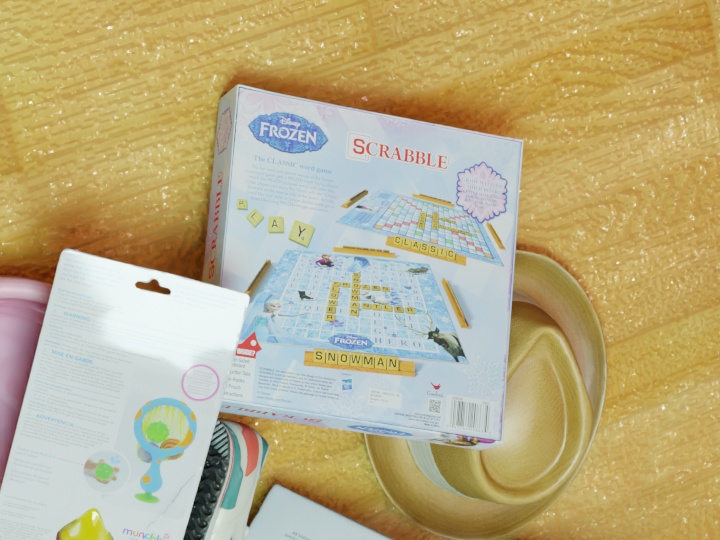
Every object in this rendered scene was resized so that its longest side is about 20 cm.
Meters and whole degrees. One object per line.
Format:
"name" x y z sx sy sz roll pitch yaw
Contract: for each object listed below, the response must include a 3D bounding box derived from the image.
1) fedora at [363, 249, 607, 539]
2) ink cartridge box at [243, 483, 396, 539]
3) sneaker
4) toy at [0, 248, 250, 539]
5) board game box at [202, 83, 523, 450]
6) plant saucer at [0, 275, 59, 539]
"fedora" 0.098 0.089 1.777 0.199 0.082 0.202 -6 103 -25
"ink cartridge box" -0.016 0.261 1.690 0.201 0.195 0.043 -60 163 -19
"sneaker" -0.108 0.185 1.687 0.093 0.070 0.201 10 102 -61
"toy" -0.148 0.089 1.617 0.114 0.047 0.201 14 102 -9
"board game box" 0.000 0.000 1.686 0.199 0.041 0.201 10 76 -20
"plant saucer" -0.228 0.100 1.641 0.199 0.051 0.202 -5 103 -25
